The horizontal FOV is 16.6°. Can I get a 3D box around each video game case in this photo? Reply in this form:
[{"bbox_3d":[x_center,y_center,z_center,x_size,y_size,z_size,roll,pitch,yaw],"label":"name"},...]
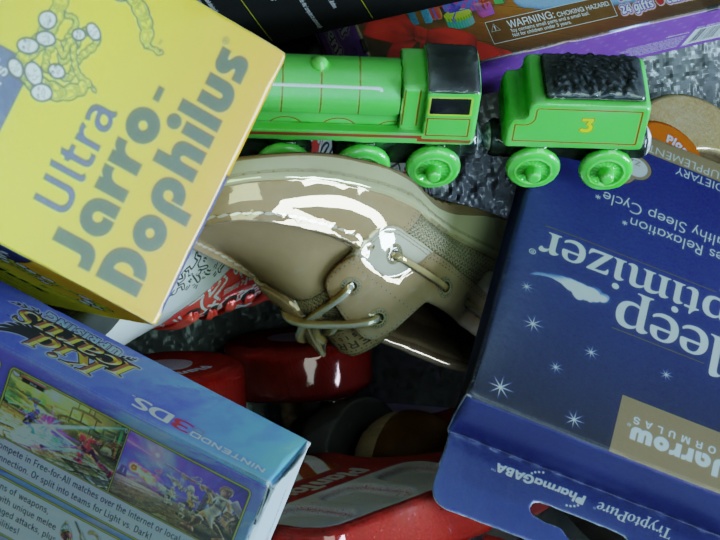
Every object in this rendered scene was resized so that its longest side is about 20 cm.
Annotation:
[{"bbox_3d":[-0.139,0.099,0.920,0.199,0.045,0.182,27,118,10],"label":"video game case"}]

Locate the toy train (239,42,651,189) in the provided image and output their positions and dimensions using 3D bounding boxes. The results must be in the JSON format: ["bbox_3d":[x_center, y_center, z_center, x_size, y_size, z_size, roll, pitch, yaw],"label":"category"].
[{"bbox_3d":[0.020,-0.063,0.982,0.199,0.042,0.057,1,139,-6],"label":"toy train"}]

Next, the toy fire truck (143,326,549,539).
[{"bbox_3d":[-0.011,0.091,1.015,0.199,0.167,0.113,-12,102,-49],"label":"toy fire truck"}]

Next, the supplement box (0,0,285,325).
[{"bbox_3d":[-0.126,-0.056,0.918,0.109,0.200,0.109,28,83,-20],"label":"supplement box"}]

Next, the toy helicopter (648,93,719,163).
[{"bbox_3d":[0.188,0.004,1.146,0.132,0.079,0.200,-30,81,-33],"label":"toy helicopter"}]

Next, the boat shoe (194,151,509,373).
[{"bbox_3d":[0.000,0.000,0.985,0.199,0.071,0.065,14,69,-45],"label":"boat shoe"}]

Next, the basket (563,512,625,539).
[{"bbox_3d":[0.186,0.112,1.049,0.200,0.136,0.180,38,43,8],"label":"basket"}]

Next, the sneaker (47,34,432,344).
[{"bbox_3d":[-0.045,-0.003,1.040,0.202,0.067,0.108,-51,118,-30],"label":"sneaker"}]

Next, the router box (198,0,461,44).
[{"bbox_3d":[-0.028,-0.142,0.915,0.148,0.200,0.051,-12,75,8],"label":"router box"}]

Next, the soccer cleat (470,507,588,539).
[{"bbox_3d":[0.101,0.094,1.157,0.200,0.069,0.078,-40,144,-28],"label":"soccer cleat"}]

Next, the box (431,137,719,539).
[{"bbox_3d":[0.107,0.028,0.986,0.121,0.032,0.201,21,51,-3],"label":"box"}]

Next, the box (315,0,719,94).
[{"bbox_3d":[0.061,-0.150,1.076,0.199,0.039,0.137,-15,71,-27],"label":"box"}]
